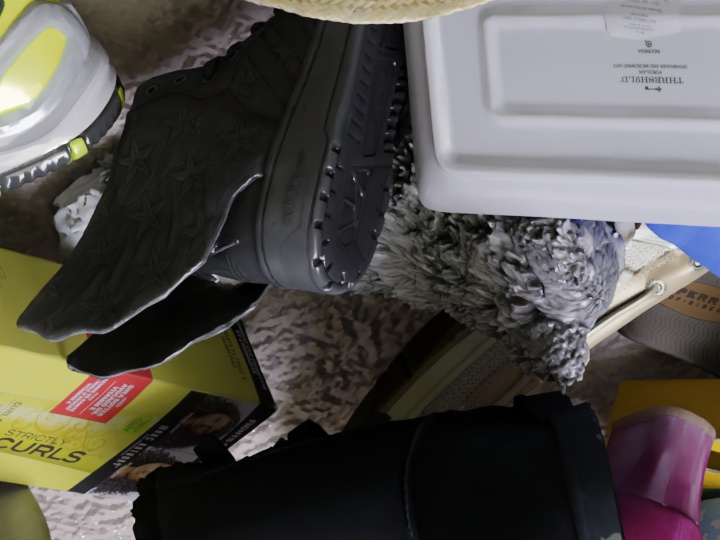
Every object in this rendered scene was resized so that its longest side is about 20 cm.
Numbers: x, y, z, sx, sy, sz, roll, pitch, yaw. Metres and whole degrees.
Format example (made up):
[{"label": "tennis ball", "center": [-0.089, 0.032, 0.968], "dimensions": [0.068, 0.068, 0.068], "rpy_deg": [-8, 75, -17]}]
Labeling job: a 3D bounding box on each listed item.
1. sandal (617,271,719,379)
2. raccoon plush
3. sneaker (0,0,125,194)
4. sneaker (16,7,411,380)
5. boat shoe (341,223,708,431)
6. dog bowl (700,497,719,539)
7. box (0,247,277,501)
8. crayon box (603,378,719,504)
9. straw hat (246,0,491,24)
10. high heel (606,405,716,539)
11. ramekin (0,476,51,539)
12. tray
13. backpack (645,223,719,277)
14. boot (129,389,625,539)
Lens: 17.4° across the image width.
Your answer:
[{"label": "sandal", "center": [0.191, 0.027, 0.979], "dimensions": [0.200, 0.055, 0.082], "rpy_deg": [15, 121, -27]}, {"label": "raccoon plush", "center": [0.000, 0.000, 0.844], "dimensions": [0.200, 0.134, 0.097], "rpy_deg": [-25, 130, 2]}, {"label": "sneaker", "center": [-0.184, -0.047, 0.803], "dimensions": [0.200, 0.075, 0.076], "rpy_deg": [-26, 113, -3]}, {"label": "sneaker", "center": [-0.036, -0.056, 0.803], "dimensions": [0.104, 0.200, 0.060], "rpy_deg": [3, 154, 31]}, {"label": "boat shoe", "center": [0.058, 0.038, 0.927], "dimensions": [0.063, 0.073, 0.201], "rpy_deg": [41, 103, -6]}, {"label": "dog bowl", "center": [0.155, 0.151, 0.993], "dimensions": [0.111, 0.050, 0.200], "rpy_deg": [22, 152, -5]}, {"label": "box", "center": [-0.120, 0.036, 0.843], "dimensions": [0.075, 0.050, 0.200], "rpy_deg": [-37, 151, 22]}, {"label": "crayon box", "center": [0.186, 0.101, 0.991], "dimensions": [0.126, 0.052, 0.200], "rpy_deg": [-2, 146, 36]}, {"label": "straw hat", "center": [-0.005, -0.178, 0.731], "dimensions": [0.201, 0.085, 0.201], "rpy_deg": [1, 113, 2]}, {"label": "high heel", "center": [0.075, 0.127, 0.948], "dimensions": [0.067, 0.096, 0.200], "rpy_deg": [31, 148, -19]}, {"label": "ramekin", "center": [-0.201, 0.100, 0.826], "dimensions": [0.200, 0.200, 0.105], "rpy_deg": [29, 106, -33]}, {"label": "tray", "center": [0.094, -0.064, 0.723], "dimensions": [0.022, 0.200, 0.108], "rpy_deg": [-25, 114, -54]}, {"label": "backpack", "center": [0.143, -0.107, 0.790], "dimensions": [0.168, 0.163, 0.200], "rpy_deg": [34, 123, 9]}, {"label": "boot", "center": [0.004, 0.089, 0.808], "dimensions": [0.162, 0.198, 0.074], "rpy_deg": [-11, 96, -2]}]
